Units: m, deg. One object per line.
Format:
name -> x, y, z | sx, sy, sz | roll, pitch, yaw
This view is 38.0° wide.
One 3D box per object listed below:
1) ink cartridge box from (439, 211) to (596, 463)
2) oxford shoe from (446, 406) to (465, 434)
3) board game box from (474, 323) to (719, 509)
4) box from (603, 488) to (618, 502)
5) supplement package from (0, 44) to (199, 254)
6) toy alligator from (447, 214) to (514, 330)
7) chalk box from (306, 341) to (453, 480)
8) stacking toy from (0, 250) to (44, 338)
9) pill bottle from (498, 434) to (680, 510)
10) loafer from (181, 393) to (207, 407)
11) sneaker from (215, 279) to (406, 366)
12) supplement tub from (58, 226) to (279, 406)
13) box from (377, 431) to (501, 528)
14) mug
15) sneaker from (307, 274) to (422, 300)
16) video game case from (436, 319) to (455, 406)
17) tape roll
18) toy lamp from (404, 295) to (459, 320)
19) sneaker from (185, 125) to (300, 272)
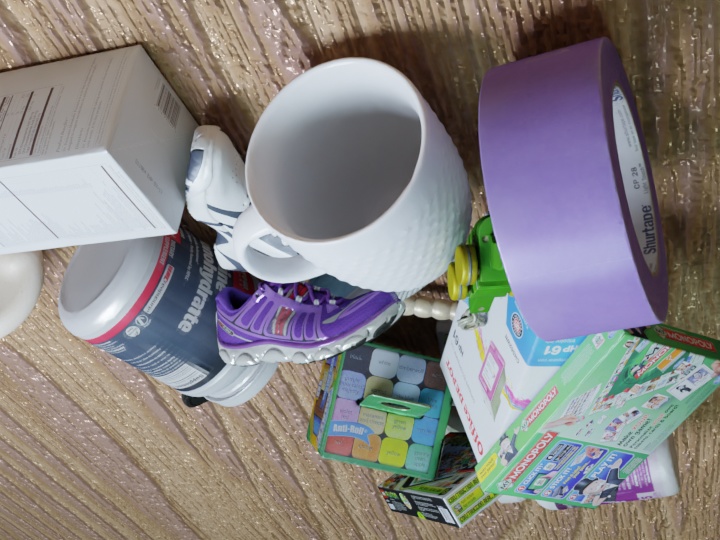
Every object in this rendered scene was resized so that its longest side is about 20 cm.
ink cartridge box -> 0.146, 0.068, 0.932 | 0.084, 0.145, 0.201 | -3, 133, -15
oxford shoe -> 0.177, 0.189, 1.264 | 0.198, 0.075, 0.058 | 15, 107, 5
board game box -> 0.204, 0.124, 0.880 | 0.133, 0.029, 0.201 | 16, 126, -29
box -> 0.237, 0.109, 1.003 | 0.036, 0.144, 0.201 | 3, 138, 5
supplement package -> -0.251, -0.095, 0.869 | 0.198, 0.111, 0.114 | -5, 146, 21
toy alligator -> 0.098, -0.002, 0.830 | 0.059, 0.055, 0.200 | -3, 163, -4
chalk box -> 0.023, 0.141, 1.085 | 0.123, 0.125, 0.200 | 13, 177, -7
stacking toy -> -0.394, 0.019, 1.105 | 0.144, 0.148, 0.200 | 12, 167, -4
pill bottle -> 0.246, 0.205, 1.163 | 0.198, 0.113, 0.113 | -11, 143, 19
loafer -> -0.191, 0.102, 1.216 | 0.072, 0.072, 0.200 | -23, 159, -6
sneaker -> -0.055, 0.036, 0.919 | 0.198, 0.084, 0.080 | -8, -171, 32
supplement tub -> -0.181, 0.038, 1.031 | 0.139, 0.142, 0.199 | -20, 138, 38
box -> 0.098, 0.213, 1.086 | 0.035, 0.110, 0.200 | 58, 161, -3
mug -> -0.009, -0.048, 0.830 | 0.198, 0.149, 0.175 | -26, 153, 14
sneaker -> 0.000, 0.000, 0.984 | 0.199, 0.082, 0.074 | -35, 162, 11
video game case -> 0.190, 0.108, 1.161 | 0.197, 0.022, 0.183 | 3, 147, 12
tape roll -> 0.155, -0.056, 0.740 | 0.084, 0.202, 0.200 | -11, 143, 22
toy lamp -> 0.058, 0.038, 1.050 | 0.197, 0.059, 0.058 | 7, 148, 6
sneaker -> -0.073, -0.057, 0.914 | 0.128, 0.080, 0.200 | 3, 148, 7
